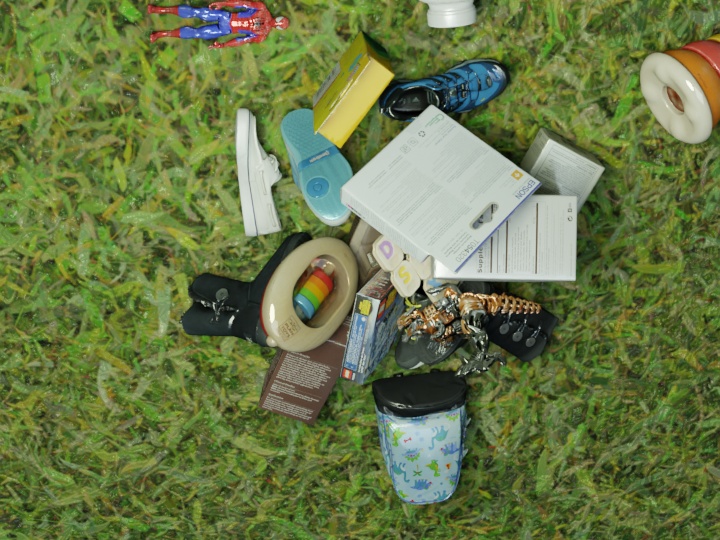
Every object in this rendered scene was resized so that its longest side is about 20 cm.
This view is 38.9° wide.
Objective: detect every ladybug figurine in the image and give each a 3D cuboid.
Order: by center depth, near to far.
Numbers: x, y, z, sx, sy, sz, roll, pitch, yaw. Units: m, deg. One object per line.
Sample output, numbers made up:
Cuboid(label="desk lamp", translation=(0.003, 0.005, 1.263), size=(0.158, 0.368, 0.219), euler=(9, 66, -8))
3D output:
Cuboid(label="ladybug figurine", translation=(-0.082, 0.036, 1.489), size=(0.071, 0.200, 0.137), euler=(-5, 125, 48))

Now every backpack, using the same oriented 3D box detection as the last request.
Cuboid(label="backpack", translation=(0.102, 0.284, 1.681), size=(0.161, 0.155, 0.202), euler=(-3, 126, -8))

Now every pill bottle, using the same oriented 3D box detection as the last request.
Cuboid(label="pill bottle", translation=(0.119, -0.438, 1.386), size=(0.109, 0.111, 0.203), euler=(-6, 114, 0))

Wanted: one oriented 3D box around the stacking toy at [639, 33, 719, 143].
Cuboid(label="stacking toy", translation=(0.520, -0.290, 1.471), size=(0.199, 0.146, 0.147), euler=(-33, 111, -7))

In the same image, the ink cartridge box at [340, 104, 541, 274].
Cuboid(label="ink cartridge box", translation=(0.108, -0.105, 1.374), size=(0.199, 0.043, 0.196), euler=(39, 64, 17))

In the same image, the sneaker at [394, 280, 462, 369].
Cuboid(label="sneaker", translation=(0.095, 0.061, 1.601), size=(0.084, 0.074, 0.202), euler=(15, 105, -43))

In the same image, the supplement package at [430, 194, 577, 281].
Cuboid(label="supplement package", translation=(0.200, -0.045, 1.456), size=(0.197, 0.121, 0.122), euler=(1, 90, 2))

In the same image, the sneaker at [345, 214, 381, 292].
Cuboid(label="sneaker", translation=(0.000, 0.000, 1.585), size=(0.075, 0.071, 0.202), euler=(19, 111, -11))

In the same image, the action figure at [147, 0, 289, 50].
Cuboid(label="action figure", translation=(-0.200, -0.350, 1.445), size=(0.197, 0.052, 0.066), euler=(-2, 109, -4))

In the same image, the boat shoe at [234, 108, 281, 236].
Cuboid(label="boat shoe", translation=(-0.150, -0.145, 1.519), size=(0.065, 0.072, 0.203), euler=(-5, 114, -5))

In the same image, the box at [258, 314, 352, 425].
Cuboid(label="box", translation=(-0.085, 0.146, 1.609), size=(0.099, 0.075, 0.201), euler=(19, 132, -10))

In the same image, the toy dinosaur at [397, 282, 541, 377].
Cuboid(label="toy dinosaur", translation=(0.156, 0.079, 1.470), size=(0.198, 0.102, 0.138), euler=(-18, 78, 29))

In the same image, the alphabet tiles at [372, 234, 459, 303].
Cuboid(label="alphabet tiles", translation=(0.100, -0.058, 1.523), size=(0.200, 0.015, 0.197), euler=(-47, 113, -30))

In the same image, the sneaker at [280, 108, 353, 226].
Cuboid(label="sneaker", translation=(-0.052, -0.124, 1.474), size=(0.079, 0.202, 0.131), euler=(-18, 149, -3))

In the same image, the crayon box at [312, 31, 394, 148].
Cuboid(label="crayon box", translation=(-0.013, -0.249, 1.410), size=(0.051, 0.200, 0.127), euler=(34, 108, -15))

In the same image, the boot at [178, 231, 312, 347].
Cuboid(label="boot", translation=(-0.177, 0.018, 1.572), size=(0.166, 0.202, 0.077), euler=(10, 154, 25))

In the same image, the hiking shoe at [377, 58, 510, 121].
Cuboid(label="hiking shoe", translation=(0.124, -0.251, 1.476), size=(0.197, 0.087, 0.075), euler=(-15, 113, 4))

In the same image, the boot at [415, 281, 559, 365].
Cuboid(label="boot", translation=(0.201, 0.103, 1.602), size=(0.199, 0.066, 0.165), euler=(22, 115, -44))

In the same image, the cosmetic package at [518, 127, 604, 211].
Cuboid(label="cosmetic package", translation=(0.273, -0.101, 1.552), size=(0.104, 0.071, 0.201), euler=(26, 109, -11))

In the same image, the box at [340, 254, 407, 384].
Cuboid(label="box", translation=(0.030, 0.069, 1.546), size=(0.039, 0.200, 0.139), euler=(17, 112, 13))
